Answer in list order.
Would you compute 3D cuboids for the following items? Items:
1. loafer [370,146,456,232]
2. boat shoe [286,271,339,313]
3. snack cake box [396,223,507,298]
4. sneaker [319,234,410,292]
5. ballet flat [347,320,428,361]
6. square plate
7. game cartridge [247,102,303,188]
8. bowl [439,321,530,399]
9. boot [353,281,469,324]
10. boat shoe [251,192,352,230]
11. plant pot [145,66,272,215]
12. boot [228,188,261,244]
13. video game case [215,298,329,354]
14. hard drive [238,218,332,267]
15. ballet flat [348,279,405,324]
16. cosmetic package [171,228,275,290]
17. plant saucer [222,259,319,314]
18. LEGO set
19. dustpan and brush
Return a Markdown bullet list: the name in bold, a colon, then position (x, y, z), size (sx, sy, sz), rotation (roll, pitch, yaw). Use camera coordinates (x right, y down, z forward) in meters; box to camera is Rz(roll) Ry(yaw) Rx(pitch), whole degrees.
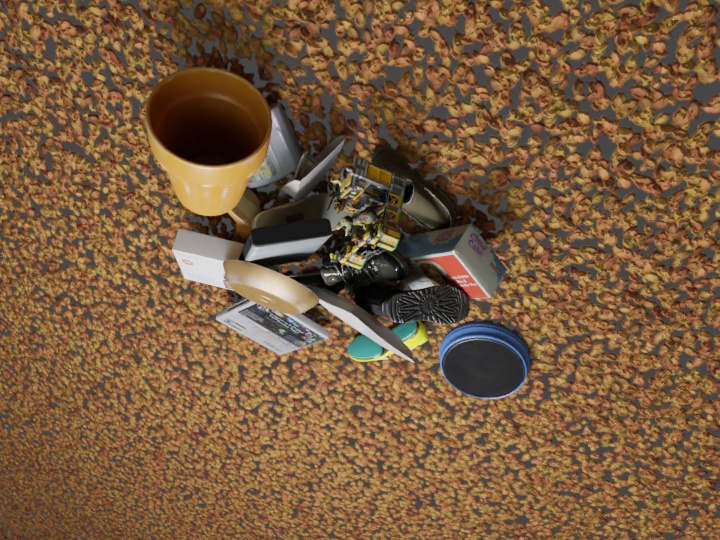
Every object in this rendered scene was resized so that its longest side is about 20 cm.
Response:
- **loafer**: position (0.089, -0.128, 1.075), size (0.198, 0.071, 0.075), rotation (38, 129, -13)
- **boat shoe**: position (-0.128, 0.050, 1.297), size (0.194, 0.063, 0.076), rotation (-11, 126, 27)
- **snack cake box**: position (0.152, -0.010, 1.097), size (0.115, 0.068, 0.198), rotation (48, 155, -20)
- **sneaker**: position (0.000, 0.000, 1.128), size (0.196, 0.114, 0.078), rotation (19, 142, 43)
- **ballet flat**: position (0.063, 0.162, 1.325), size (0.196, 0.069, 0.067), rotation (-24, 139, 30)
- **square plate**: position (-0.003, 0.096, 1.186), size (0.197, 0.029, 0.198), rotation (40, 169, -34)
- **game cartridge**: position (-0.206, -0.222, 1.124), size (0.194, 0.042, 0.135), rotation (-9, 128, 25)
- **bowl**: position (0.263, 0.198, 1.298), size (0.193, 0.040, 0.205), rotation (9, 130, 11)
- **boot**: position (0.088, 0.057, 1.121), size (0.159, 0.068, 0.199), rotation (3, 179, -18)
- **boat shoe**: position (-0.112, -0.104, 1.137), size (0.195, 0.071, 0.073), rotation (-13, 104, -20)
- **plant pot**: position (-0.254, -0.198, 1.024), size (0.195, 0.204, 0.185), rotation (23, 148, -2)
- **boot**: position (-0.231, -0.083, 1.200), size (0.199, 0.072, 0.143), rotation (37, 143, -22)
- **video game case**: position (-0.195, 0.121, 1.351), size (0.179, 0.024, 0.198), rotation (-22, 135, 40)
- **hard drive**: position (-0.139, -0.043, 1.076), size (0.135, 0.034, 0.200), rotation (-10, 173, -19)
- **ballet flat**: position (0.030, 0.044, 1.236), size (0.196, 0.070, 0.070), rotation (30, 131, -6)
- **cosmetic package**: position (-0.270, -0.010, 1.233), size (0.193, 0.053, 0.152), rotation (13, 155, -1)
- **plant saucer**: position (-0.173, 0.039, 1.143), size (0.194, 0.036, 0.201), rotation (18, 163, 6)
- **LEGO set**: position (-0.012, -0.094, 1.009), size (0.113, 0.159, 0.199), rotation (18, 169, -19)
- **dustpan and brush**: position (-0.108, -0.165, 1.092), size (0.057, 0.140, 0.200), rotation (40, 148, 1)
